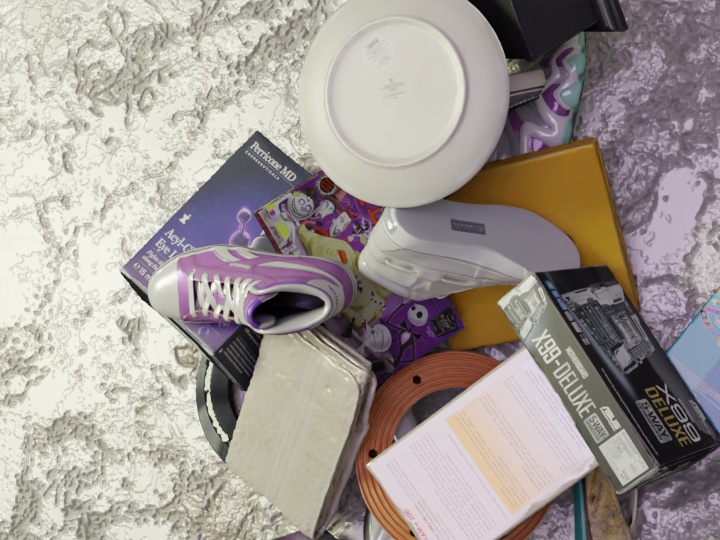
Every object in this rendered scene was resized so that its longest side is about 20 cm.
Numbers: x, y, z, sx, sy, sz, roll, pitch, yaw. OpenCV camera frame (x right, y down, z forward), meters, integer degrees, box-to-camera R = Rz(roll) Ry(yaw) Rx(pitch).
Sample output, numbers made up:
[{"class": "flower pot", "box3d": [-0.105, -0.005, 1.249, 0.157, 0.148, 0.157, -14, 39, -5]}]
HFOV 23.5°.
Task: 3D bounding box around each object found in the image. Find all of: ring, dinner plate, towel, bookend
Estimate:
[{"class": "ring", "box3d": [0.092, 0.178, 1.649, 0.198, 0.019, 0.202, 1, 80, -6]}, {"class": "dinner plate", "box3d": [0.034, -0.157, 1.527, 0.198, 0.024, 0.202, -1, 88, 20]}, {"class": "towel", "box3d": [-0.057, 0.142, 1.644, 0.132, 0.034, 0.201, 37, 123, 29]}, {"class": "bookend", "box3d": [0.102, -0.221, 1.590, 0.198, 0.199, 0.093, -33, 112, -24]}]

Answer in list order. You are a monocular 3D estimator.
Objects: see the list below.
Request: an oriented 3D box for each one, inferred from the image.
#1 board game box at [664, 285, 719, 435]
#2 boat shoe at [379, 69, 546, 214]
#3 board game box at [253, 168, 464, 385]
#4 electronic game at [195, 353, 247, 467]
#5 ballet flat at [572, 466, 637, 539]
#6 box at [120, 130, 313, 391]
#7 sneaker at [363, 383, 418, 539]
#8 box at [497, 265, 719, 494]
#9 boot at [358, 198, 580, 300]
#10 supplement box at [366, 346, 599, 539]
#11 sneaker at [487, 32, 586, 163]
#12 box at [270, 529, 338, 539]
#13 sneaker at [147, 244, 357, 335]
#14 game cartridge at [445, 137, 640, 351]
[{"class": "board game box", "box3d": [0.385, 0.068, 1.586, 0.151, 0.047, 0.200, 41, 96, 20]}, {"class": "boat shoe", "box3d": [0.088, -0.118, 1.609, 0.198, 0.075, 0.094, -18, 95, -6]}, {"class": "board game box", "box3d": [0.000, 0.000, 1.633, 0.120, 0.032, 0.201, -33, 99, -15]}, {"class": "electronic game", "box3d": [-0.078, 0.113, 1.742, 0.198, 0.042, 0.202, -6, 74, 23]}, {"class": "ballet flat", "box3d": [0.225, 0.180, 1.623, 0.070, 0.071, 0.202, -10, 79, 17]}, {"class": "box", "box3d": [-0.108, -0.010, 1.705, 0.148, 0.104, 0.200, 38, 81, 28]}, {"class": "sneaker", "box3d": [0.044, 0.191, 1.685, 0.079, 0.070, 0.202, 2, 78, -4]}, {"class": "box", "box3d": [0.224, 0.092, 1.534, 0.050, 0.157, 0.201, -40, 71, 27]}, {"class": "boot", "box3d": [0.098, -0.012, 1.605, 0.198, 0.096, 0.074, 14, 53, -18]}, {"class": "supplement box", "box3d": [0.123, 0.168, 1.573, 0.199, 0.073, 0.126, -37, 81, 10]}, {"class": "sneaker", "box3d": [0.141, -0.157, 1.673, 0.139, 0.078, 0.202, 11, 85, 6]}, {"class": "box", "box3d": [-0.037, 0.351, 1.604, 0.198, 0.200, 0.124, 36, 105, 20]}, {"class": "sneaker", "box3d": [-0.111, 0.020, 1.560, 0.199, 0.114, 0.073, -3, 103, 15]}, {"class": "game cartridge", "box3d": [0.150, -0.022, 1.650, 0.198, 0.032, 0.178, -11, 107, 18]}]
